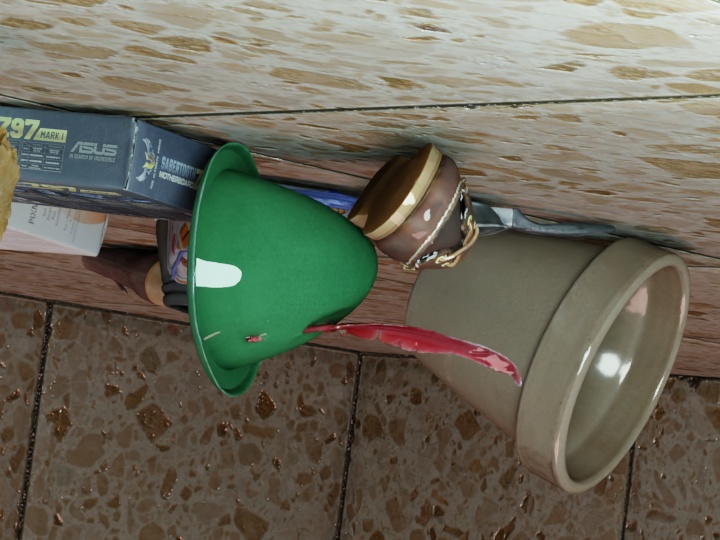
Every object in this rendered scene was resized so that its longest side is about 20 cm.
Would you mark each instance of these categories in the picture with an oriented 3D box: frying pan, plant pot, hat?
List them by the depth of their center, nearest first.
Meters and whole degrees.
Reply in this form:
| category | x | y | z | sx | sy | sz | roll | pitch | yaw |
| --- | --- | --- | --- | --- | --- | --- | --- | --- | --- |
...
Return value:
| category | x | y | z | sx | sy | sz | roll | pitch | yaw |
| --- | --- | --- | --- | --- | --- | --- | --- | --- | --- |
| hat | 0.000 | 0.000 | 1.615 | 0.176 | 0.166 | 0.200 | 0 | -177 | 14 |
| frying pan | 0.085 | -0.035 | 1.789 | 0.190 | 0.031 | 0.115 | -6 | 176 | 7 |
| plant pot | 0.133 | 0.050 | 1.937 | 0.174 | 0.201 | 0.200 | 24 | -177 | 25 |

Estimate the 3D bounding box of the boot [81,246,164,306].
| category | x | y | z | sx | sy | sz | roll | pitch | yaw |
| --- | --- | --- | --- | --- | --- | --- | --- | --- | --- |
| boot | -0.181 | 0.008 | 2.696 | 0.166 | 0.072 | 0.200 | 19 | -175 | 37 |

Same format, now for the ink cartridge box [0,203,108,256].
| category | x | y | z | sx | sy | sz | roll | pitch | yaw |
| --- | --- | --- | --- | --- | --- | --- | --- | --- | --- |
| ink cartridge box | -0.342 | -0.061 | 2.144 | 0.162 | 0.050 | 0.200 | 4 | 166 | 43 |

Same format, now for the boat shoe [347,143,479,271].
| category | x | y | z | sx | sy | sz | roll | pitch | yaw |
| --- | --- | --- | --- | --- | --- | --- | --- | --- | --- |
| boat shoe | 0.041 | -0.034 | 1.545 | 0.070 | 0.070 | 0.200 | 38 | -179 | -5 |

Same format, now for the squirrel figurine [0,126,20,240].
| category | x | y | z | sx | sy | sz | roll | pitch | yaw |
| --- | --- | --- | --- | --- | --- | --- | --- | --- | --- |
| squirrel figurine | -0.283 | -0.070 | 1.297 | 0.186 | 0.142 | 0.200 | 12 | 175 | 21 |

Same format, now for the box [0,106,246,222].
| category | x | y | z | sx | sy | sz | roll | pitch | yaw |
| --- | --- | --- | --- | --- | --- | --- | --- | --- | --- |
| box | -0.198 | -0.072 | 1.643 | 0.200 | 0.051 | 0.158 | 6 | 176 | 25 |

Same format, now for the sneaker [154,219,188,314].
| category | x | y | z | sx | sy | sz | roll | pitch | yaw |
| --- | --- | --- | --- | --- | --- | --- | --- | --- | --- |
| sneaker | -0.085 | 0.005 | 2.145 | 0.200 | 0.099 | 0.071 | 8 | 174 | -21 |

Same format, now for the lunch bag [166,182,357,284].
| category | x | y | z | sx | sy | sz | roll | pitch | yaw |
| --- | --- | --- | --- | --- | --- | --- | --- | --- | --- |
| lunch bag | -0.066 | -0.024 | 1.909 | 0.160 | 0.076 | 0.200 | 5 | 175 | -6 |
